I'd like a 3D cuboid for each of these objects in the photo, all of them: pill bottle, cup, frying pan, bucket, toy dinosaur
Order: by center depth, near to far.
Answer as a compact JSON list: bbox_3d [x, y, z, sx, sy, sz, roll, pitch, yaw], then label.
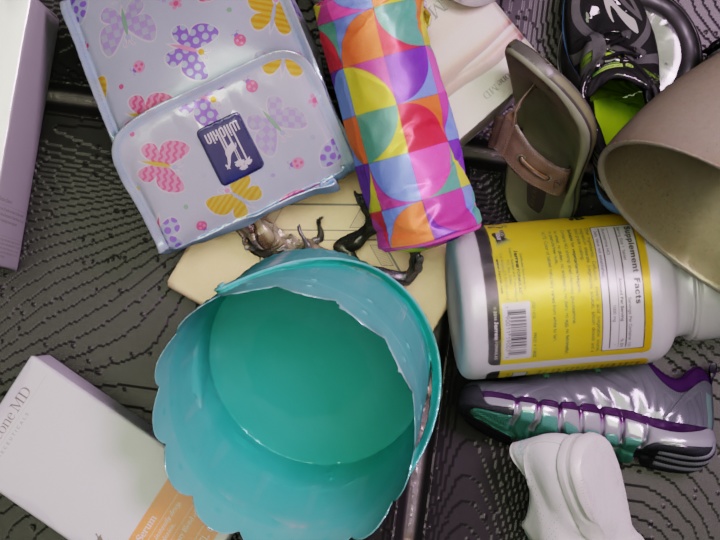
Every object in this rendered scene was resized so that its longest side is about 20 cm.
[{"bbox_3d":[0.281,-0.079,1.336,0.199,0.200,0.144,34,76,2],"label":"cup"},{"bbox_3d":[-0.042,0.087,1.430,0.205,0.135,0.210,3,109,10],"label":"bucket"},{"bbox_3d":[0.166,0.016,1.462,0.198,0.112,0.114,-5,87,-4],"label":"pill bottle"},{"bbox_3d":[0.000,0.000,1.488,0.199,0.047,0.088,39,104,1],"label":"toy dinosaur"},{"bbox_3d":[0.219,-0.129,1.524,0.114,0.031,0.192,-15,84,0],"label":"frying pan"}]

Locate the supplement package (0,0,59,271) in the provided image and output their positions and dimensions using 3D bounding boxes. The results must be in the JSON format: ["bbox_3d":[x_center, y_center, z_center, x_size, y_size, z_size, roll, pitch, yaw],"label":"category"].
[{"bbox_3d":[-0.307,-0.110,1.480,0.120,0.120,0.202,10,88,2],"label":"supplement package"}]

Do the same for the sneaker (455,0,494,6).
[{"bbox_3d":[0.139,-0.266,1.462,0.074,0.082,0.200,46,53,-3],"label":"sneaker"}]

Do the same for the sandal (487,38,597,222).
[{"bbox_3d":[0.126,-0.084,1.439,0.057,0.202,0.080,-36,58,-22],"label":"sandal"}]

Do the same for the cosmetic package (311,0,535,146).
[{"bbox_3d":[0.039,-0.194,1.497,0.103,0.087,0.200,-41,88,-2],"label":"cosmetic package"}]

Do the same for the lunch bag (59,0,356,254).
[{"bbox_3d":[-0.108,-0.132,1.463,0.168,0.127,0.202,-21,77,4],"label":"lunch bag"}]

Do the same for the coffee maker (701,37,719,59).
[{"bbox_3d":[0.372,-0.105,1.484,0.190,0.134,0.202,-15,89,-26],"label":"coffee maker"}]

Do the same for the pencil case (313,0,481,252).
[{"bbox_3d":[0.030,-0.114,1.413,0.087,0.088,0.202,-13,94,0],"label":"pencil case"}]

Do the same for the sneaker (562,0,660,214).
[{"bbox_3d":[0.193,-0.142,1.457,0.070,0.083,0.202,-6,65,1],"label":"sneaker"}]

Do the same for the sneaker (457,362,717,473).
[{"bbox_3d":[0.174,0.095,1.504,0.198,0.075,0.088,11,66,-2],"label":"sneaker"}]

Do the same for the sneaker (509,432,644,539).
[{"bbox_3d":[0.164,0.212,1.492,0.088,0.075,0.202,-1,111,39],"label":"sneaker"}]

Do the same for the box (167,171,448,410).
[{"bbox_3d":[-0.024,-0.009,1.522,0.199,0.021,0.165,30,88,1],"label":"box"}]

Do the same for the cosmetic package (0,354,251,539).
[{"bbox_3d":[-0.188,0.160,1.492,0.199,0.071,0.102,33,88,2],"label":"cosmetic package"}]
